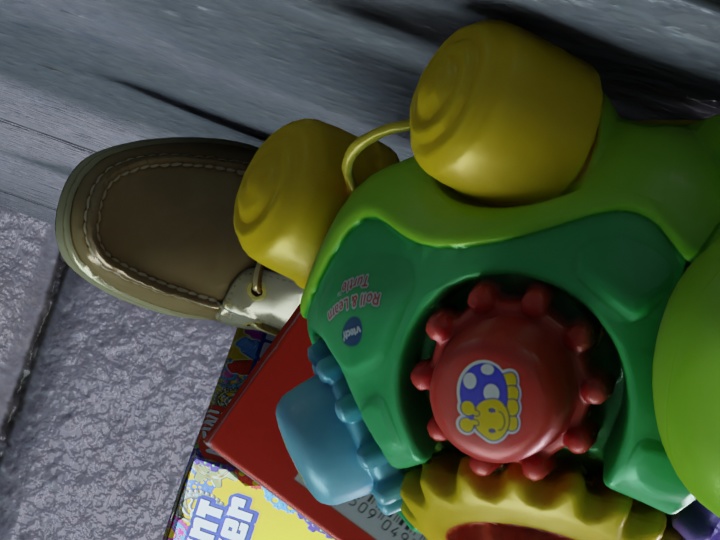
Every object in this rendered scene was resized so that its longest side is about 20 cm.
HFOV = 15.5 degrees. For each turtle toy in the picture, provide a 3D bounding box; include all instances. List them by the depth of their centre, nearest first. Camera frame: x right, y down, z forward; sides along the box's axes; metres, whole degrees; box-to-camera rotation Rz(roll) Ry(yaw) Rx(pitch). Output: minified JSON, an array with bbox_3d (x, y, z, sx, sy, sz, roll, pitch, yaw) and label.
[{"bbox_3d":[0.059,0.020,0.582,0.146,0.101,0.200,25,155,-25],"label":"turtle toy"}]

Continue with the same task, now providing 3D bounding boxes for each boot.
[{"bbox_3d":[0.000,0.000,0.985,0.200,0.073,0.155,16,179,-27],"label":"boot"}]

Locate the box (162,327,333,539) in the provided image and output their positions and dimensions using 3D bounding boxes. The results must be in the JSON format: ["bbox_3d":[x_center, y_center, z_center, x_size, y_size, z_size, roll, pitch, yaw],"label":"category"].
[{"bbox_3d":[0.026,0.090,1.115,0.192,0.122,0.200,18,-144,-1],"label":"box"}]

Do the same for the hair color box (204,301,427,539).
[{"bbox_3d":[0.031,0.032,0.778,0.101,0.061,0.200,36,-165,1],"label":"hair color box"}]
